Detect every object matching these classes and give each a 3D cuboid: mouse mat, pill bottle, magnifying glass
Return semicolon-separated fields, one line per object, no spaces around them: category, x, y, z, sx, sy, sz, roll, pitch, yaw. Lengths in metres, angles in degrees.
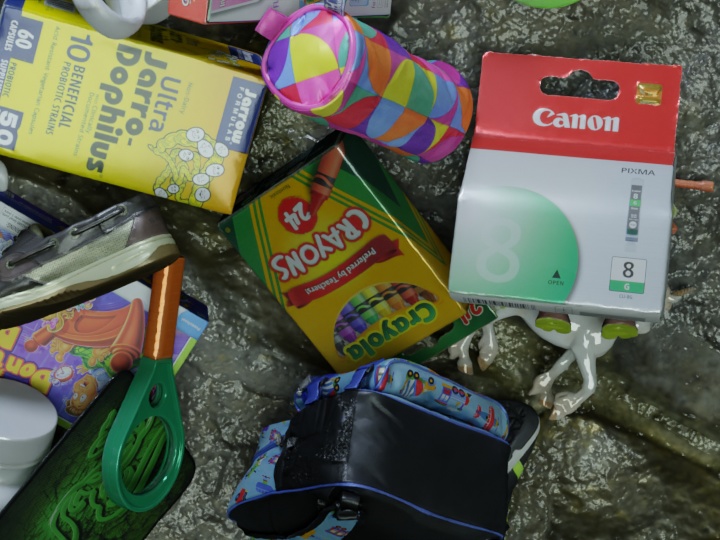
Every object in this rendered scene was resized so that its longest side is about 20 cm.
mouse mat;-0.214;0.190;1.424;0.200;0.008;0.161;-53;144;-20
pill bottle;-0.296;0.188;1.426;0.111;0.111;0.201;14;116;-11
magnifying glass;-0.160;0.087;1.415;0.022;0.079;0.201;15;99;34

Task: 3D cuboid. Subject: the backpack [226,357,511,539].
backpack;0.000;0.163;1.448;0.182;0.200;0.135;23;63;-32

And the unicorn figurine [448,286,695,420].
unicorn figurine;0.163;0.044;1.477;0.199;0.074;0.138;25;102;-13

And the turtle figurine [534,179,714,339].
turtle figurine;0.190;-0.031;1.431;0.199;0.064;0.162;9;72;-15

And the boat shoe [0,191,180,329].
boat shoe;-0.234;-0.004;1.377;0.199;0.073;0.065;-18;82;6

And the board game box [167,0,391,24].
board game box;-0.047;-0.258;1.319;0.199;0.040;0.154;-10;112;-48

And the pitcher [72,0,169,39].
pitcher;-0.195;-0.261;1.291;0.121;0.172;0.201;-30;100;21

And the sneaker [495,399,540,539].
sneaker;0.092;0.196;1.529;0.083;0.072;0.200;27;103;-38

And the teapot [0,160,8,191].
teapot;-0.391;-0.109;1.335;0.196;0.146;0.201;1;130;26

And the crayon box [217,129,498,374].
crayon box;0.000;0.000;1.433;0.127;0.051;0.200;-32;106;26

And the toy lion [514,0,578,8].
toy lion;0.178;-0.283;1.398;0.191;0.069;0.200;34;100;-22

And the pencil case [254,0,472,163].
pencil case;0.007;-0.138;1.354;0.089;0.088;0.200;-54;149;9

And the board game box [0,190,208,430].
board game box;-0.238;0.040;1.443;0.199;0.045;0.135;30;100;-14

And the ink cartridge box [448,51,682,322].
ink cartridge box;0.157;-0.068;1.381;0.160;0.050;0.201;5;83;9

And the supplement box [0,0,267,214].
supplement box;-0.179;-0.128;1.368;0.199;0.110;0.110;14;104;-11
